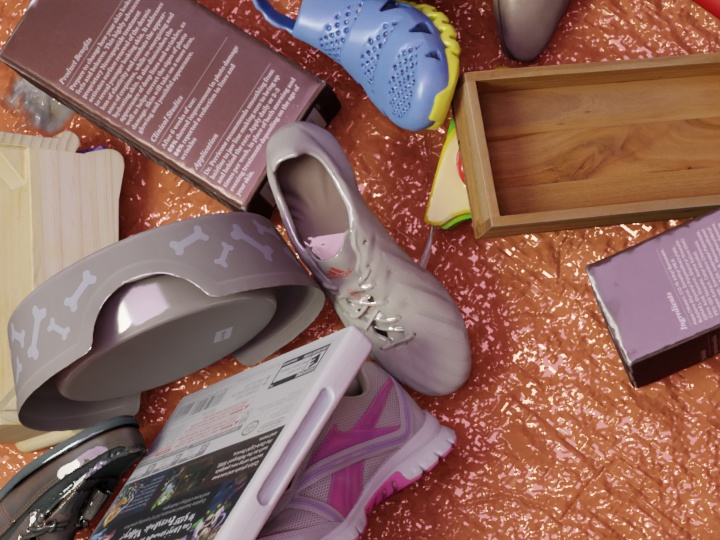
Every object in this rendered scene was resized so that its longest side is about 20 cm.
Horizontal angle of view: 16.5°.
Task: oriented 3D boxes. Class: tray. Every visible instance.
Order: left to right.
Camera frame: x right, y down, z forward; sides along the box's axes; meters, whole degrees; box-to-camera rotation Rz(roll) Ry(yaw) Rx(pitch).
[{"bbox_3d":[0.160,-0.079,1.555,0.199,0.037,0.099,-6,78,-18],"label":"tray"}]

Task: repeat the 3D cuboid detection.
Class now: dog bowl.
[{"bbox_3d":[-0.123,0.029,1.510,0.199,0.200,0.059,-24,76,4],"label":"dog bowl"}]

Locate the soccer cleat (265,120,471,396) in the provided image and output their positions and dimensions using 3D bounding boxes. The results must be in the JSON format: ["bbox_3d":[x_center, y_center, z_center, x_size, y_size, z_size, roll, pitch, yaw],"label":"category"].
[{"bbox_3d":[0.000,0.000,1.537,0.069,0.078,0.201,-30,100,16],"label":"soccer cleat"}]

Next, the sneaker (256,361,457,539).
[{"bbox_3d":[-0.031,0.128,1.521,0.088,0.081,0.200,51,47,-1],"label":"sneaker"}]

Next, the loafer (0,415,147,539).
[{"bbox_3d":[-0.209,0.168,1.585,0.200,0.072,0.063,-35,71,16],"label":"loafer"}]

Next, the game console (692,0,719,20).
[{"bbox_3d":[0.258,-0.268,1.625,0.200,0.119,0.173,37,118,14],"label":"game console"}]

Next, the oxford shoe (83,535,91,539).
[{"bbox_3d":[-0.139,0.187,1.575,0.199,0.073,0.072,-24,77,4],"label":"oxford shoe"}]

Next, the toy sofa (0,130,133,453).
[{"bbox_3d":[-0.212,0.014,1.616,0.097,0.083,0.201,4,77,-35],"label":"toy sofa"}]

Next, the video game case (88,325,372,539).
[{"bbox_3d":[-0.093,0.126,1.496,0.023,0.200,0.182,44,54,-17],"label":"video game case"}]

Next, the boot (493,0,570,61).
[{"bbox_3d":[0.164,-0.225,1.566,0.146,0.070,0.201,12,99,38],"label":"boot"}]

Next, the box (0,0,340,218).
[{"bbox_3d":[-0.124,-0.123,1.625,0.199,0.075,0.100,33,86,12],"label":"box"}]

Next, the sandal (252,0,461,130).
[{"bbox_3d":[-0.007,-0.153,1.575,0.200,0.087,0.080,49,131,44],"label":"sandal"}]

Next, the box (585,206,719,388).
[{"bbox_3d":[0.244,-0.003,1.536,0.199,0.100,0.075,-25,76,3],"label":"box"}]

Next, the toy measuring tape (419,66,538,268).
[{"bbox_3d":[0.077,-0.030,1.589,0.073,0.074,0.201,15,92,12],"label":"toy measuring tape"}]
